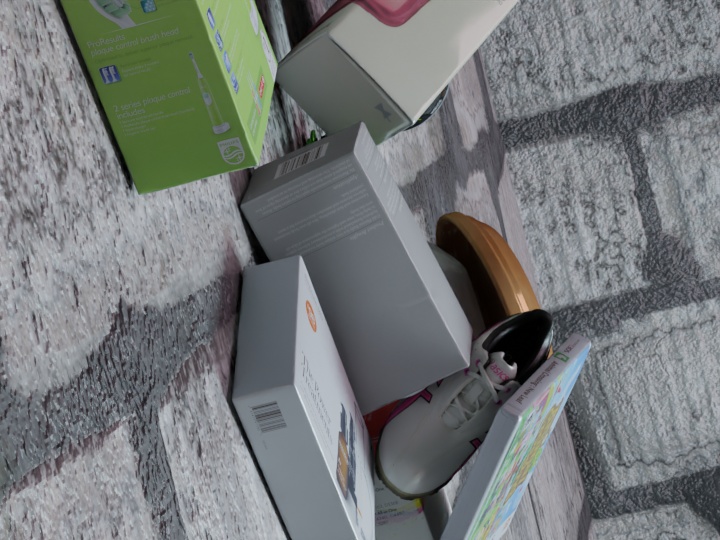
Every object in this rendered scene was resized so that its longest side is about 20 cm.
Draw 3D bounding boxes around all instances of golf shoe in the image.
[{"bbox_3d":[0.082,0.098,1.587,0.200,0.073,0.092,-46,173,-36],"label":"golf shoe"}]

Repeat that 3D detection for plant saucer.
[{"bbox_3d":[0.123,0.039,1.793,0.200,0.037,0.201,159,-90,-80],"label":"plant saucer"}]

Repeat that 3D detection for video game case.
[{"bbox_3d":[0.115,0.164,1.615,0.182,0.022,0.201,-36,150,-61],"label":"video game case"}]

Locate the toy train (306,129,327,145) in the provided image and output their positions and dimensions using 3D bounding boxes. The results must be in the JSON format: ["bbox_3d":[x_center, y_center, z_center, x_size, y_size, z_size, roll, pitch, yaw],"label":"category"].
[{"bbox_3d":[-0.035,-0.076,1.753,0.200,0.041,0.057,-73,159,-70],"label":"toy train"}]

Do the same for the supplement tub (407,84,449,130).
[{"bbox_3d":[0.018,-0.194,1.945,0.200,0.122,0.123,-28,105,-80],"label":"supplement tub"}]

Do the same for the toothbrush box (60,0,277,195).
[{"bbox_3d":[-0.126,-0.174,1.261,0.146,0.086,0.201,-85,160,-58],"label":"toothbrush box"}]

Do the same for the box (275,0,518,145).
[{"bbox_3d":[0.038,-0.213,1.737,0.109,0.200,0.128,45,-27,-10],"label":"box"}]

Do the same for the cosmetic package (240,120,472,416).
[{"bbox_3d":[0.000,0.000,1.569,0.201,0.106,0.090,62,14,-18],"label":"cosmetic package"}]

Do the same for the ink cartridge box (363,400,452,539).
[{"bbox_3d":[0.022,0.166,1.678,0.116,0.067,0.201,-81,155,-65],"label":"ink cartridge box"}]

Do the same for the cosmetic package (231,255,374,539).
[{"bbox_3d":[-0.038,0.114,1.476,0.151,0.051,0.201,-93,166,-54],"label":"cosmetic package"}]

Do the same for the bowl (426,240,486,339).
[{"bbox_3d":[0.062,0.054,1.832,0.200,0.074,0.201,-145,-145,-70],"label":"bowl"}]
